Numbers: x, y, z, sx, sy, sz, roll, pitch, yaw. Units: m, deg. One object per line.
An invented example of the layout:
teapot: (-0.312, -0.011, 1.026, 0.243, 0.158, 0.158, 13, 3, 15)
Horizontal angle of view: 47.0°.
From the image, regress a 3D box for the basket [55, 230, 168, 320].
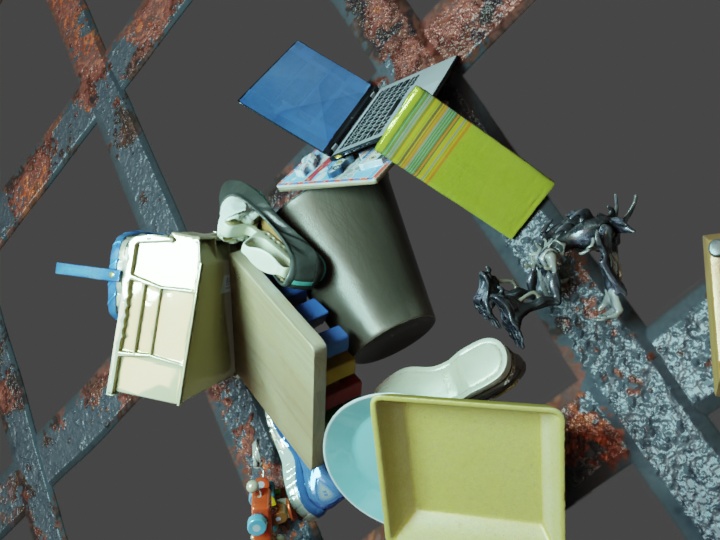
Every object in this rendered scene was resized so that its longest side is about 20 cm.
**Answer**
basket: (-0.328, 0.011, 1.240, 0.198, 0.176, 0.141, 10, 92, 26)

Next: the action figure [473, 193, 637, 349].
action figure: (0.218, 0.001, 0.875, 0.199, 0.103, 0.119, -33, 24, -13)

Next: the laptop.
laptop: (-0.010, -0.234, 1.017, 0.199, 0.116, 0.188, -16, 29, 33)

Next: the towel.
towel: (0.118, -0.119, 0.932, 0.086, 0.199, 0.018, -52, 18, 21)

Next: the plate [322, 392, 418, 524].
plate: (0.054, 0.218, 0.954, 0.198, 0.026, 0.202, 8, 119, 15)

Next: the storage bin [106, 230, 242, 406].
storage bin: (-0.215, 0.049, 1.038, 0.093, 0.200, 0.201, 11, 95, 11)

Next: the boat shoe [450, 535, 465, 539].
boat shoe: (0.048, 0.358, 0.968, 0.199, 0.071, 0.064, -25, 69, 23)

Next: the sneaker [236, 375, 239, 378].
sneaker: (-0.239, 0.112, 1.212, 0.199, 0.085, 0.078, 1, 81, 37)

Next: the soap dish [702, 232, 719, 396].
soap dish: (0.408, 0.031, 0.737, 0.199, 0.081, 0.159, -8, 78, 37)

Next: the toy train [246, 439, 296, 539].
toy train: (-0.109, 0.300, 1.042, 0.055, 0.200, 0.152, -3, 104, -4)

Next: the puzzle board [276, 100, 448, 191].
puzzle board: (0.004, -0.160, 1.028, 0.150, 0.200, 0.017, -1, 125, 37)

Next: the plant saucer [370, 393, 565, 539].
plant saucer: (0.119, 0.212, 0.883, 0.198, 0.049, 0.202, 2, 116, 18)

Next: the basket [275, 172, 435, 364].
basket: (0.000, 0.000, 1.022, 0.179, 0.136, 0.201, -28, 70, 0)

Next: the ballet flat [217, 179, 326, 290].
ballet flat: (-0.123, -0.046, 0.984, 0.200, 0.068, 0.068, 39, 124, 30)

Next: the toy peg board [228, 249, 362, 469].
toy peg board: (-0.070, 0.094, 1.015, 0.200, 0.097, 0.201, 43, 142, 40)

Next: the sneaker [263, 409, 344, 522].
sneaker: (-0.063, 0.219, 1.078, 0.089, 0.079, 0.201, -27, 59, 6)

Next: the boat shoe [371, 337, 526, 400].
boat shoe: (0.098, 0.139, 0.965, 0.199, 0.059, 0.072, -30, 55, 28)
